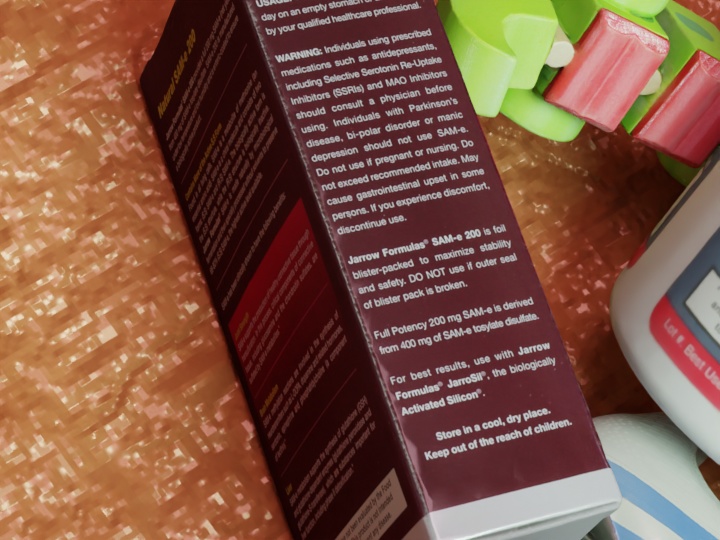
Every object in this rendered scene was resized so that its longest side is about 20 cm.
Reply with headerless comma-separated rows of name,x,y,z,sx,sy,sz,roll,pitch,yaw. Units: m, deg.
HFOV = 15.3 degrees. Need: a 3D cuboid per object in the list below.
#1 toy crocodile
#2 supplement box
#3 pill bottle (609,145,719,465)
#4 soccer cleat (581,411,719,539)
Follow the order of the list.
toy crocodile,0.102,-0.058,0.840,0.199,0.068,0.062,16,30,-34
supplement box,0.000,0.000,0.781,0.061,0.109,0.201,-13,71,-22
pill bottle,0.175,-0.030,0.782,0.119,0.200,0.120,30,23,-15
soccer cleat,0.115,0.128,0.779,0.086,0.070,0.201,-16,71,-24
